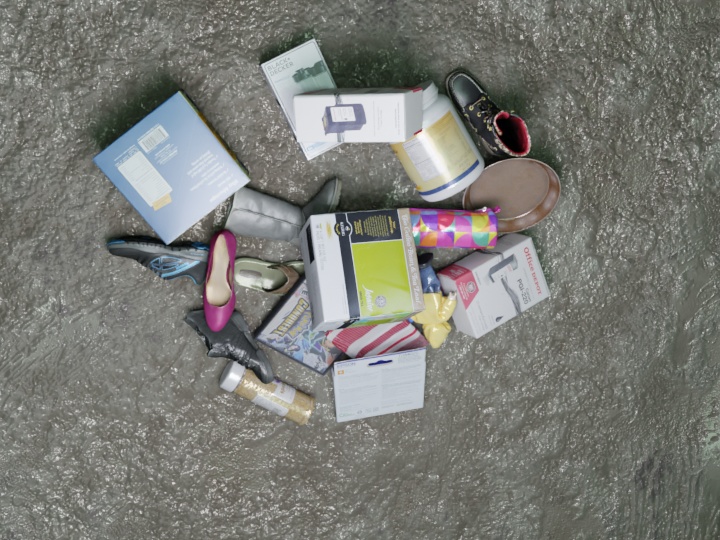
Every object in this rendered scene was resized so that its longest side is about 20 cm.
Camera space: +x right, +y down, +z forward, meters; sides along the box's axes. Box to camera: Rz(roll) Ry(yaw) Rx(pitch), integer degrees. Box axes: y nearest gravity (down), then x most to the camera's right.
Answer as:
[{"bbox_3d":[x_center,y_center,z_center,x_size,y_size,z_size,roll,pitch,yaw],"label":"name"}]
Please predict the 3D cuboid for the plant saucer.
[{"bbox_3d":[0.307,-0.159,1.540,0.200,0.035,0.200,-2,137,-2],"label":"plant saucer"}]

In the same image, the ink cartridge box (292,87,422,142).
[{"bbox_3d":[-0.001,-0.277,1.334,0.200,0.145,0.085,3,108,17],"label":"ink cartridge box"}]

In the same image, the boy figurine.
[{"bbox_3d":[0.145,0.065,1.538,0.124,0.064,0.200,-9,113,30],"label":"boy figurine"}]

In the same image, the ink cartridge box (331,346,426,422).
[{"bbox_3d":[0.039,0.232,1.593,0.199,0.041,0.200,-8,133,-8],"label":"ink cartridge box"}]

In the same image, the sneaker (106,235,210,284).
[{"bbox_3d":[-0.394,-0.020,1.469,0.200,0.073,0.082,8,103,-12],"label":"sneaker"}]

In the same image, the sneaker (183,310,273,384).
[{"bbox_3d":[-0.264,0.158,1.518,0.104,0.060,0.200,-25,78,-28],"label":"sneaker"}]

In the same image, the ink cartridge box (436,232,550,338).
[{"bbox_3d":[0.281,0.029,1.579,0.200,0.085,0.146,-29,109,-17],"label":"ink cartridge box"}]

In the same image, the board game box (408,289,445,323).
[{"bbox_3d":[0.063,0.017,1.577,0.134,0.045,0.200,-40,108,2],"label":"board game box"}]

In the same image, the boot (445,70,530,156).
[{"bbox_3d":[0.251,-0.303,1.468,0.073,0.151,0.200,-35,107,0],"label":"boot"}]

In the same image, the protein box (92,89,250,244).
[{"bbox_3d":[-0.344,-0.195,1.398,0.198,0.135,0.200,-38,108,1],"label":"protein box"}]

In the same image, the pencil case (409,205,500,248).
[{"bbox_3d":[0.180,-0.088,1.521,0.199,0.088,0.089,-2,105,-4],"label":"pencil case"}]

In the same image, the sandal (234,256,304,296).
[{"bbox_3d":[-0.168,0.019,1.528,0.200,0.057,0.080,4,102,-10],"label":"sandal"}]

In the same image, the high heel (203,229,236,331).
[{"bbox_3d":[-0.278,0.020,1.460,0.067,0.096,0.201,4,89,0],"label":"high heel"}]

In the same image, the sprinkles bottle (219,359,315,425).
[{"bbox_3d":[-0.195,0.256,1.583,0.200,0.068,0.068,30,98,-17],"label":"sprinkles bottle"}]

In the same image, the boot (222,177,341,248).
[{"bbox_3d":[-0.153,-0.131,1.492,0.200,0.073,0.182,22,100,-10],"label":"boot"}]

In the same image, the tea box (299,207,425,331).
[{"bbox_3d":[0.000,0.000,1.421,0.196,0.134,0.200,-5,78,-14],"label":"tea box"}]

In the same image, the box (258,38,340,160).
[{"bbox_3d":[-0.099,-0.328,1.446,0.116,0.060,0.200,-26,108,-3],"label":"box"}]

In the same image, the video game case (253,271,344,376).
[{"bbox_3d":[-0.089,0.109,1.550,0.181,0.026,0.200,32,112,-24],"label":"video game case"}]

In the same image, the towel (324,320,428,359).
[{"bbox_3d":[0.036,0.141,1.565,0.144,0.023,0.200,-37,129,12],"label":"towel"}]

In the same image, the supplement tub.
[{"bbox_3d":[0.137,-0.251,1.465,0.144,0.144,0.200,-33,108,0],"label":"supplement tub"}]
